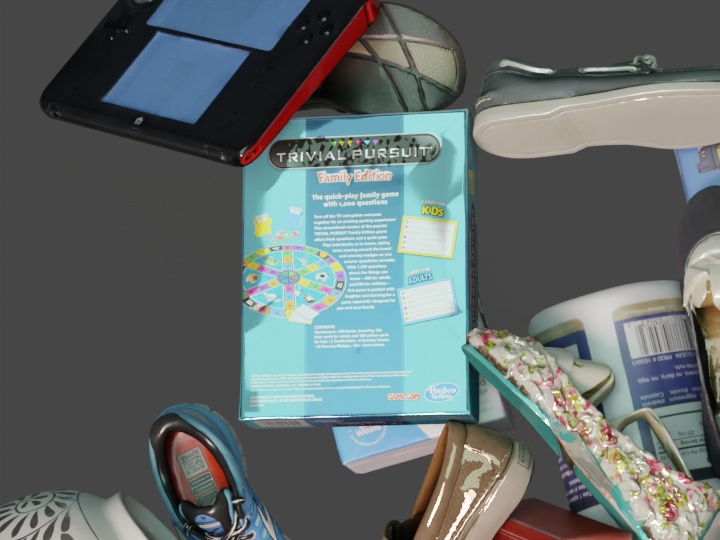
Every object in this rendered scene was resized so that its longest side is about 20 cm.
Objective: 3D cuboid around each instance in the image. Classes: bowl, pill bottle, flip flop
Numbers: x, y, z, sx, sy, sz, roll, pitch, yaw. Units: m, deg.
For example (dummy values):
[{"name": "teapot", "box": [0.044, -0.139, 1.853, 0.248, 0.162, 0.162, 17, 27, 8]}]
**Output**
[{"name": "bowl", "box": [-0.160, 0.205, 1.627, 0.094, 0.201, 0.201, -43, 76, 2]}, {"name": "pill bottle", "box": [0.182, 0.115, 1.630, 0.111, 0.111, 0.200, -14, 78, 7]}, {"name": "flip flop", "box": [-0.020, -0.138, 1.740, 0.200, 0.058, 0.081, -5, 88, 24]}]

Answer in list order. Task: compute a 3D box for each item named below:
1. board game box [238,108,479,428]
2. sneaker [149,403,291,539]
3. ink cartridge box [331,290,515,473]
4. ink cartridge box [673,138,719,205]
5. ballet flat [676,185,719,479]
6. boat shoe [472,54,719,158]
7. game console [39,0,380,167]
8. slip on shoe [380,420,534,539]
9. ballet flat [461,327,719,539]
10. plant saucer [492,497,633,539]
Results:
[{"name": "board game box", "box": [0.000, 0.000, 1.644, 0.151, 0.047, 0.200, -2, 78, 10]}, {"name": "sneaker", "box": [-0.091, 0.179, 1.677, 0.078, 0.090, 0.200, -32, 78, 3]}, {"name": "ink cartridge box", "box": [0.020, 0.023, 1.696, 0.116, 0.067, 0.200, -17, 78, 7]}, {"name": "ink cartridge box", "box": [0.285, -0.036, 1.648, 0.136, 0.076, 0.200, -15, 76, 10]}, {"name": "ballet flat", "box": [0.235, 0.039, 1.570, 0.073, 0.073, 0.200, -7, 78, 9]}, {"name": "boat shoe", "box": [0.170, -0.117, 1.623, 0.200, 0.073, 0.062, -5, 60, 17]}, {"name": "game console", "box": [-0.100, -0.152, 1.700, 0.200, 0.031, 0.177, 16, 55, 39]}, {"name": "slip on shoe", "box": [0.038, 0.185, 1.636, 0.061, 0.076, 0.200, 27, 112, -13]}, {"name": "ballet flat", "box": [0.147, 0.098, 1.557, 0.064, 0.076, 0.200, -40, 70, -7]}, {"name": "plant saucer", "box": [0.083, 0.237, 1.583, 0.037, 0.200, 0.200, 26, 85, -14]}]
